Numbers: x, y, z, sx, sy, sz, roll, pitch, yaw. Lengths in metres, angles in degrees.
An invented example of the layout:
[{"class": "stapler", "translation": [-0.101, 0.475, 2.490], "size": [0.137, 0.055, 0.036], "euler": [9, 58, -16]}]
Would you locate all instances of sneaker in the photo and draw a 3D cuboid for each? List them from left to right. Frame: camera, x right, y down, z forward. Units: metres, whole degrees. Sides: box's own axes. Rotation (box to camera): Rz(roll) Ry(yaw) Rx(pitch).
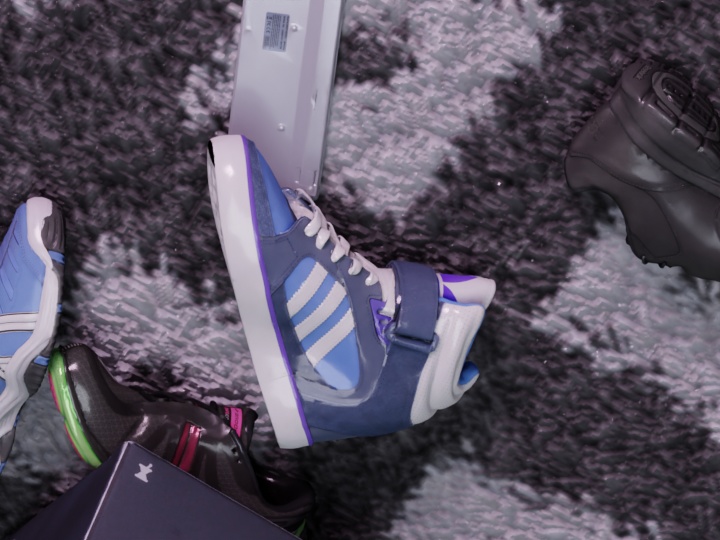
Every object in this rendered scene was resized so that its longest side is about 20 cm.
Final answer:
[{"class": "sneaker", "translation": [-0.221, 0.045, 1.358], "size": [0.076, 0.076, 0.201], "euler": [18, 114, -14]}, {"class": "sneaker", "translation": [-0.106, 0.098, 1.394], "size": [0.084, 0.077, 0.200], "euler": [-43, 119, 12]}, {"class": "sneaker", "translation": [0.000, 0.000, 1.340], "size": [0.145, 0.081, 0.201], "euler": [-15, 114, -4]}, {"class": "sneaker", "translation": [0.200, -0.029, 1.333], "size": [0.200, 0.076, 0.091], "euler": [41, 120, -11]}]

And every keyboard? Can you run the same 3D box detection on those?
[{"class": "keyboard", "translation": [-0.039, -0.132, 1.308], "size": [0.056, 0.011, 0.202], "euler": [9, 116, 1]}]

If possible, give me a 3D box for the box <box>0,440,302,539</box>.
[{"class": "box", "translation": [-0.113, 0.223, 1.376], "size": [0.199, 0.124, 0.198], "euler": [31, 145, -15]}]
